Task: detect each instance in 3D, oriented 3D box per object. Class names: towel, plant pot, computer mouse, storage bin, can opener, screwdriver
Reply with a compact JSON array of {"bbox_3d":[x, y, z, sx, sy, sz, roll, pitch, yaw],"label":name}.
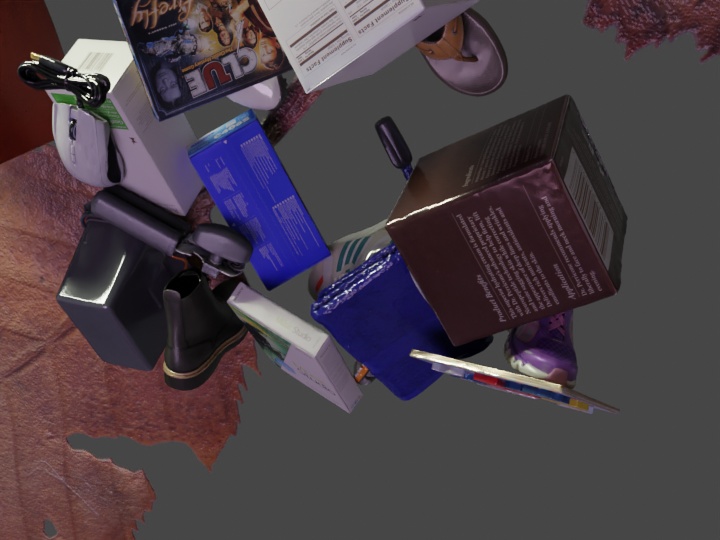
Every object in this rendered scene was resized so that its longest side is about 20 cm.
[{"bbox_3d":[0.049,0.058,1.123,0.147,0.050,0.200,-35,128,14],"label":"towel"},{"bbox_3d":[-0.469,-0.248,1.127,0.195,0.200,0.180,10,114,13],"label":"plant pot"},{"bbox_3d":[-0.308,-0.148,1.046,0.108,0.044,0.201,19,149,12],"label":"computer mouse"},{"bbox_3d":[-0.293,0.032,1.225,0.142,0.136,0.201,9,148,18],"label":"storage bin"},{"bbox_3d":[-0.220,-0.056,1.132,0.197,0.054,0.068,29,117,-3],"label":"can opener"},{"bbox_3d":[0.072,-0.090,1.118,0.202,0.028,0.029,59,159,-15],"label":"screwdriver"}]

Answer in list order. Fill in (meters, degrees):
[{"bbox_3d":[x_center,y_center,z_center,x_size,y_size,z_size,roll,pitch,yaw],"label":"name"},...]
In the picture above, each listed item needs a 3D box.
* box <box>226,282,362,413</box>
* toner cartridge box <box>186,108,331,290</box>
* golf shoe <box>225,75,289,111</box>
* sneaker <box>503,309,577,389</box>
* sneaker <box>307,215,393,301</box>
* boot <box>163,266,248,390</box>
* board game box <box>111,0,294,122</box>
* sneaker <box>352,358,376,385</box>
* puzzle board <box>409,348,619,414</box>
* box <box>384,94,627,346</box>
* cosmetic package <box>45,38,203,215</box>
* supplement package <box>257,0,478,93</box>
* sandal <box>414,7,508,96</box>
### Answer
[{"bbox_3d":[-0.080,0.102,1.210,0.143,0.037,0.201,29,161,25],"label":"box"},{"bbox_3d":[-0.121,-0.083,1.154,0.094,0.043,0.202,-28,118,-1],"label":"toner cartridge box"},{"bbox_3d":[-0.176,-0.237,1.080,0.198,0.095,0.078,34,125,-5],"label":"golf shoe"},{"bbox_3d":[0.211,0.060,1.078,0.079,0.201,0.090,22,110,-5],"label":"sneaker"},{"bbox_3d":[0.001,0.000,1.166,0.198,0.094,0.071,-27,110,31],"label":"sneaker"},{"bbox_3d":[-0.188,0.034,1.191,0.076,0.201,0.141,7,124,8],"label":"boot"},{"bbox_3d":[-0.150,-0.260,1.017,0.197,0.035,0.138,-25,119,-13],"label":"board game box"},{"bbox_3d":[0.047,0.087,1.220,0.076,0.079,0.201,19,135,-16],"label":"sneaker"},{"bbox_3d":[0.171,0.129,1.064,0.197,0.018,0.150,11,171,41],"label":"puzzle board"},{"bbox_3d":[0.163,-0.054,1.028,0.197,0.165,0.168,-19,114,29],"label":"box"},{"bbox_3d":[-0.265,-0.165,1.117,0.106,0.086,0.202,9,145,26],"label":"cosmetic package"},{"bbox_3d":[-0.013,-0.304,0.910,0.149,0.151,0.203,-27,93,32],"label":"supplement package"},{"bbox_3d":[0.079,-0.264,0.992,0.081,0.055,0.202,-24,110,29],"label":"sandal"}]
